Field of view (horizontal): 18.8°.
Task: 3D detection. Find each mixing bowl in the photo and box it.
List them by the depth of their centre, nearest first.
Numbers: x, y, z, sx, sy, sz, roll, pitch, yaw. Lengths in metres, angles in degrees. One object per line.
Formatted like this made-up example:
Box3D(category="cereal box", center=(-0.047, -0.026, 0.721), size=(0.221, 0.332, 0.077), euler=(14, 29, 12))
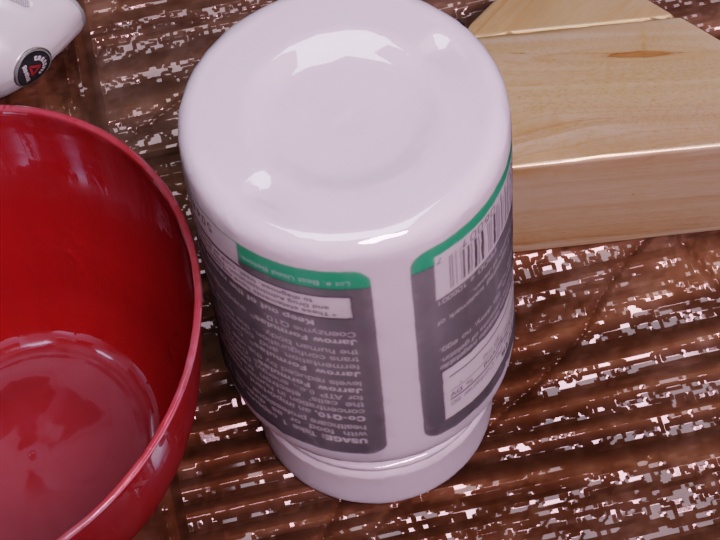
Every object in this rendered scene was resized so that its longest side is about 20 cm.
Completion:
Box3D(category="mixing bowl", center=(-0.140, 0.049, 0.818), size=(0.200, 0.108, 0.200), euler=(-7, 60, 12))

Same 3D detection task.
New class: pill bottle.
Box3D(category="pill bottle", center=(0.000, 0.000, 0.793), size=(0.113, 0.200, 0.113), euler=(-2, 57, 3))

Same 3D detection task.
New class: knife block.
Box3D(category="knife block", center=(0.064, -0.042, 0.897), size=(0.200, 0.064, 0.176), euler=(34, 66, 22))

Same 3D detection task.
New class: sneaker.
Box3D(category="sneaker", center=(-0.197, -0.158, 0.988), size=(0.088, 0.074, 0.200), euler=(-33, 71, -16))
